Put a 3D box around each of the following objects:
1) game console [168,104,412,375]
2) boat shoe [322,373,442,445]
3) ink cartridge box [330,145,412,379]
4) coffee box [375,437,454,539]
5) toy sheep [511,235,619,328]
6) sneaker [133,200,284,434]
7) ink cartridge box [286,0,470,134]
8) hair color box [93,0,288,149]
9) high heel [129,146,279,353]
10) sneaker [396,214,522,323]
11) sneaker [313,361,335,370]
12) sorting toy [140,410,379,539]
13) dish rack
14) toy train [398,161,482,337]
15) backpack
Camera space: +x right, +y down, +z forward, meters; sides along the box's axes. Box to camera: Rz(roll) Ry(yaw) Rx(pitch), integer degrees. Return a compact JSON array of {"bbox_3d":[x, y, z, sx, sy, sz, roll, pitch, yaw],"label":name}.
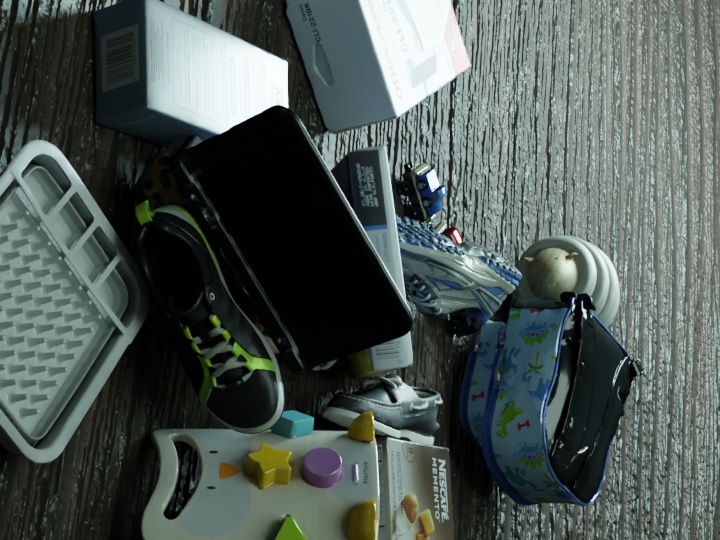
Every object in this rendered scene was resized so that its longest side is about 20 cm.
[{"bbox_3d":[-0.052,-0.032,1.289,0.201,0.116,0.176,60,7,-11],"label":"game console"},{"bbox_3d":[0.026,0.128,1.534,0.200,0.073,0.061,24,82,-61],"label":"boat shoe"},{"bbox_3d":[0.000,0.000,1.520,0.200,0.047,0.199,148,-65,-76],"label":"ink cartridge box"},{"bbox_3d":[0.028,0.263,1.506,0.114,0.079,0.202,20,63,-54],"label":"coffee box"},{"bbox_3d":[0.241,0.028,1.892,0.200,0.137,0.139,42,45,-65],"label":"toy sheep"},{"bbox_3d":[-0.128,0.041,1.254,0.201,0.071,0.083,62,11,-2],"label":"sneaker"},{"bbox_3d":[0.022,-0.241,1.660,0.200,0.083,0.145,-40,114,-55],"label":"ink cartridge box"},{"bbox_3d":[-0.140,-0.155,1.391,0.199,0.060,0.100,17,66,-55],"label":"hair color box"},{"bbox_3d":[-0.112,-0.013,1.373,0.199,0.071,0.144,25,65,-43],"label":"high heel"},{"bbox_3d":[0.076,0.008,1.664,0.199,0.077,0.086,20,104,-32],"label":"sneaker"},{"bbox_3d":[-0.055,-0.009,1.491,0.085,0.076,0.202,-21,104,-78],"label":"sneaker"},{"bbox_3d":[-0.081,0.178,1.277,0.201,0.178,0.107,-93,-165,-51],"label":"sorting toy"},{"bbox_3d":[-0.244,0.023,1.180,0.172,0.043,0.201,60,35,-29],"label":"dish rack"},{"bbox_3d":[0.089,-0.023,1.734,0.034,0.046,0.201,-40,114,-55],"label":"toy train"},{"bbox_3d":[0.197,0.150,1.755,0.183,0.146,0.201,46,49,-43],"label":"backpack"}]
